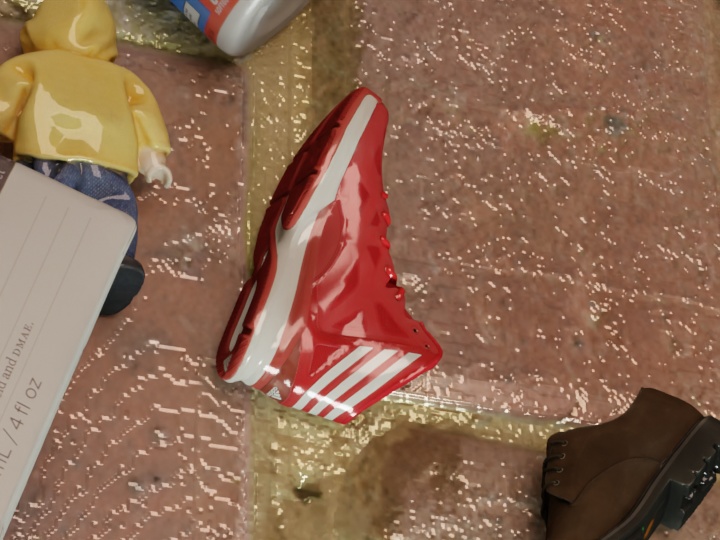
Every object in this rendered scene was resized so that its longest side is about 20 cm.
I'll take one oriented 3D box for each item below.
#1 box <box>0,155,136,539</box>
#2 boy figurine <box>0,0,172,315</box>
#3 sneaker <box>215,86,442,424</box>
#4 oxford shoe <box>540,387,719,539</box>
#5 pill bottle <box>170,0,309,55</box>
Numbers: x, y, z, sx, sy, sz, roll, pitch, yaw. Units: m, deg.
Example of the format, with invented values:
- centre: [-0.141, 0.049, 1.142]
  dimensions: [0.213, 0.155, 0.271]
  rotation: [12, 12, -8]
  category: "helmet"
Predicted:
- centre: [-0.221, 0.069, 1.143]
  dimensions: [0.130, 0.200, 0.200]
  rotation: [25, 56, -8]
  category: "box"
- centre: [-0.168, -0.078, 1.332]
  dimensions: [0.124, 0.064, 0.201]
  rotation: [3, 60, -20]
  category: "boy figurine"
- centre: [0.000, 0.000, 1.362]
  dimensions: [0.115, 0.078, 0.201]
  rotation: [30, 67, -15]
  category: "sneaker"
- centre: [0.126, 0.139, 1.336]
  dimensions: [0.084, 0.073, 0.200]
  rotation: [34, 51, 19]
  category: "oxford shoe"
- centre: [-0.110, -0.234, 1.415]
  dimensions: [0.200, 0.112, 0.112]
  rotation: [43, 55, 6]
  category: "pill bottle"
